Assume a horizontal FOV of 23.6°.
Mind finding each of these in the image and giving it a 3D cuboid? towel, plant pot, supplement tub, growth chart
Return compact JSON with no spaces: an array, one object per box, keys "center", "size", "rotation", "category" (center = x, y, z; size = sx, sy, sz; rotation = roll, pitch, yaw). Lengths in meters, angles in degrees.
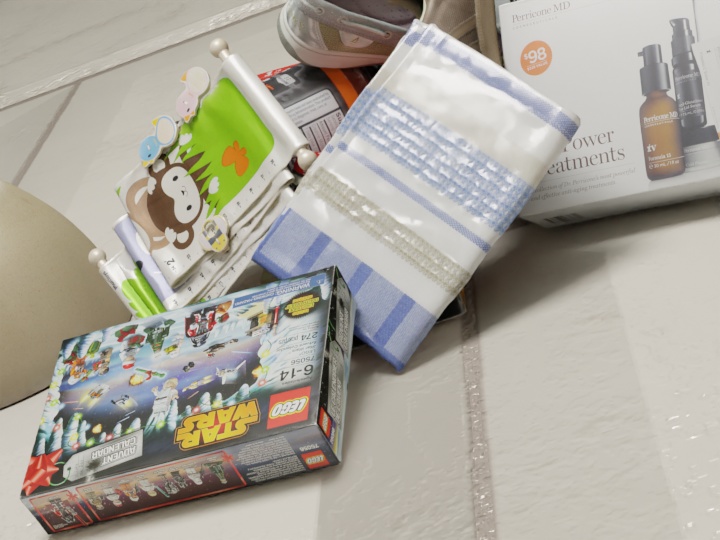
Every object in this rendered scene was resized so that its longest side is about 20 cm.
[{"center":[0.034,-0.053,1.107],"size":[0.146,0.024,0.201],"rotation":[35,88,30],"category":"towel"},{"center":[-0.293,0.008,1.337],"size":[0.199,0.135,0.201],"rotation":[-19,20,7],"category":"plant pot"},{"center":[-0.049,-0.095,1.288],"size":[0.199,0.108,0.107],"rotation":[-28,21,-19],"category":"supplement tub"},{"center":[-0.114,-0.047,1.196],"size":[0.145,0.201,0.018],"rotation":[42,17,27],"category":"growth chart"}]

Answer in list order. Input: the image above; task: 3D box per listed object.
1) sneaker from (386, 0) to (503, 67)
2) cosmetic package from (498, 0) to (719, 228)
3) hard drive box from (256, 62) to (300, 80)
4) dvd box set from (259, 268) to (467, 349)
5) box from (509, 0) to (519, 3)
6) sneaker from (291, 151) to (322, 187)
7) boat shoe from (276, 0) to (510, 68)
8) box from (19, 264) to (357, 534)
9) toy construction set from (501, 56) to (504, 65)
[{"center":[0.061,-0.122,1.174],"size":[0.075,0.071,0.201],"rotation":[-4,56,-4],"category":"sneaker"},{"center":[0.195,-0.122,1.139],"size":[0.198,0.152,0.052],"rotation":[-11,-14,28],"category":"cosmetic package"},{"center":[-0.061,-0.112,1.481],"size":[0.155,0.077,0.200],"rotation":[-14,22,19],"category":"hard drive box"},{"center":[0.000,0.000,1.204],"size":[0.145,0.030,0.200],"rotation":[-17,21,9],"category":"dvd box set"},{"center":[0.187,-0.171,1.209],"size":[0.158,0.202,0.049],"rotation":[-8,-10,29],"category":"box"},{"center":[0.032,-0.094,1.220],"size":[0.199,0.086,0.077],"rotation":[-13,23,-36],"category":"sneaker"},{"center":[0.040,-0.191,1.263],"size":[0.200,0.075,0.065],"rotation":[-3,-24,-21],"category":"boat shoe"},{"center":[-0.103,0.078,1.053],"size":[0.198,0.040,0.138],"rotation":[-16,39,18],"category":"box"},{"center":[0.051,-0.180,1.375],"size":[0.198,0.131,0.093],"rotation":[9,64,-3],"category":"toy construction set"}]
